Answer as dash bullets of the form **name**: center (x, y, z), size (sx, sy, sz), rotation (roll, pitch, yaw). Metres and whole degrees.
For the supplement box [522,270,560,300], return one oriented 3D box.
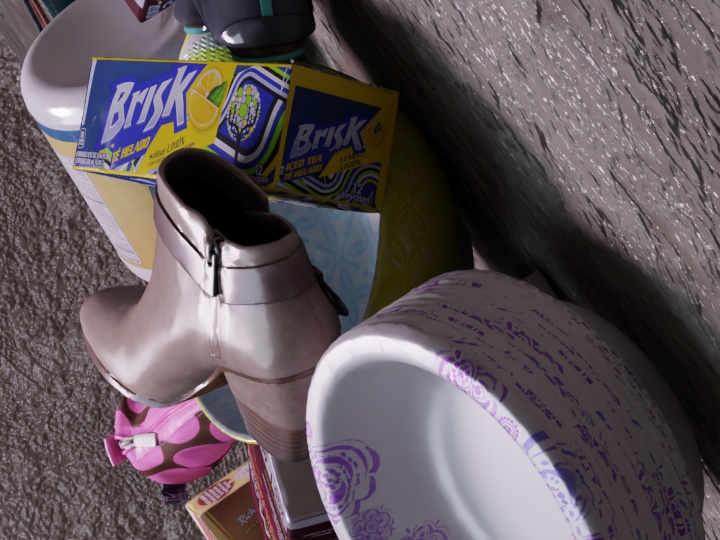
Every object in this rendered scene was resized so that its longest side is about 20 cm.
- **supplement box**: center (0.091, 0.075, 1.416), size (0.109, 0.061, 0.200), rotation (55, 171, 6)

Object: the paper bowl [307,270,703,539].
- **paper bowl**: center (0.077, 0.095, 1.226), size (0.200, 0.104, 0.201), rotation (32, 139, 34)

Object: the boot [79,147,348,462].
- **boot**: center (-0.081, 0.005, 1.322), size (0.200, 0.070, 0.147), rotation (27, 139, 37)

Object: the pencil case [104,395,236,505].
- **pencil case**: center (-0.087, 0.075, 1.750), size (0.200, 0.093, 0.091), rotation (-41, 64, 47)

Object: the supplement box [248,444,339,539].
- **supplement box**: center (-0.030, 0.133, 1.633), size (0.200, 0.061, 0.109), rotation (90, 164, -64)

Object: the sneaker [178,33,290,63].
- **sneaker**: center (-0.059, -0.075, 1.596), size (0.105, 0.075, 0.201), rotation (-75, -16, -56)

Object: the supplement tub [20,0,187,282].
- **supplement tub**: center (-0.119, -0.081, 1.750), size (0.145, 0.144, 0.200), rotation (45, 167, 55)

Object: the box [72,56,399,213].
- **box**: center (-0.068, -0.071, 1.368), size (0.070, 0.065, 0.200), rotation (12, 178, -35)

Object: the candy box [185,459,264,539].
- **candy box**: center (-0.004, 0.152, 1.803), size (0.116, 0.200, 0.055), rotation (57, 172, -11)

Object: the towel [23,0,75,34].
- **towel**: center (-0.217, -0.243, 1.813), size (0.201, 0.022, 0.147), rotation (-92, -18, -46)

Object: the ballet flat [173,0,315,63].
- **ballet flat**: center (-0.063, -0.155, 1.417), size (0.073, 0.073, 0.200), rotation (58, 177, -15)

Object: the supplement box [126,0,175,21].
- **supplement box**: center (-0.159, -0.250, 1.551), size (0.200, 0.061, 0.109), rotation (55, 172, 0)

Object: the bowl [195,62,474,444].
- **bowl**: center (-0.005, -0.003, 1.419), size (0.107, 0.201, 0.200), rotation (8, -155, -36)
